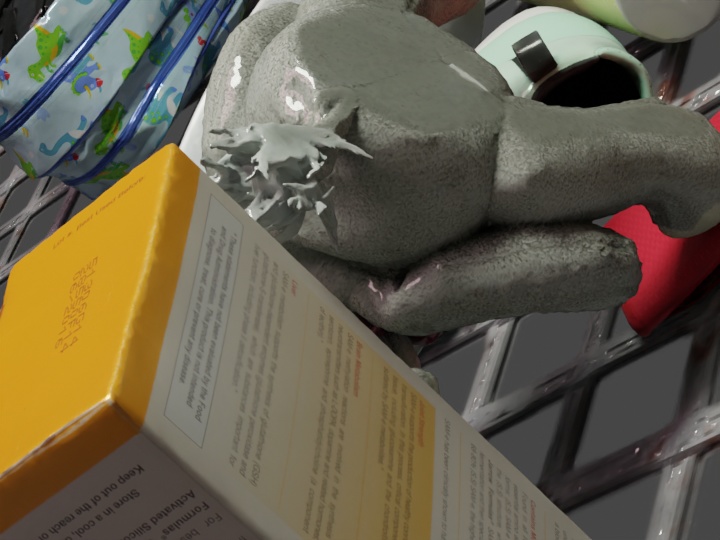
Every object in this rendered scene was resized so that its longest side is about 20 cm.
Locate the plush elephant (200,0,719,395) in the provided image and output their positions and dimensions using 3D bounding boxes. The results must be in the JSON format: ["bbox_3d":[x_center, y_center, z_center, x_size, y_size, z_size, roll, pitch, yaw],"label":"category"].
[{"bbox_3d":[0.000,0.000,0.843,0.200,0.164,0.155,-28,-33,-48],"label":"plush elephant"}]

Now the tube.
[{"bbox_3d":[0.096,-0.130,1.062,0.200,0.058,0.052,-134,51,-74],"label":"tube"}]

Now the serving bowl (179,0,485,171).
[{"bbox_3d":[-0.006,-0.074,1.136,0.200,0.066,0.201,-48,22,27],"label":"serving bowl"}]

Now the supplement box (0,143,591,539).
[{"bbox_3d":[-0.016,0.079,0.719,0.073,0.200,0.126,-36,23,24],"label":"supplement box"}]

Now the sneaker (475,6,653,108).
[{"bbox_3d":[0.027,-0.018,0.966,0.201,0.074,0.118,-48,13,0],"label":"sneaker"}]

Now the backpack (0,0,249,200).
[{"bbox_3d":[-0.146,-0.136,1.468,0.163,0.154,0.200,-32,5,34],"label":"backpack"}]

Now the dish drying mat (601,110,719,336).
[{"bbox_3d":[0.157,-0.062,0.862,0.200,0.018,0.077,-46,22,13],"label":"dish drying mat"}]
